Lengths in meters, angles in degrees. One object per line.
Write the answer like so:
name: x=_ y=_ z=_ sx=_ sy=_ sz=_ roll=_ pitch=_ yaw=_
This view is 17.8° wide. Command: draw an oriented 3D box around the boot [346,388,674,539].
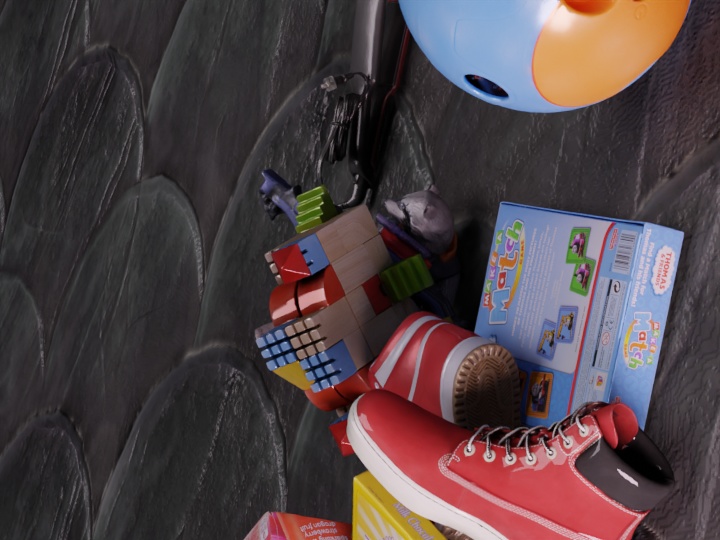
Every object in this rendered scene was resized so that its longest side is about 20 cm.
boot: x=0.096 y=0.108 z=1.458 sx=0.072 sy=0.200 sz=0.144 roll=-48 pitch=-11 yaw=-51

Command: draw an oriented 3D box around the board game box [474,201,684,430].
board game box: x=0.139 y=0.036 z=1.562 sx=0.200 sy=0.037 sz=0.151 roll=14 pitch=92 yaw=64

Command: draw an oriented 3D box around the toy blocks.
toy blocks: x=-0.016 y=0.046 z=1.653 sx=0.100 sy=0.137 sz=0.200 roll=-22 pitch=95 yaw=34

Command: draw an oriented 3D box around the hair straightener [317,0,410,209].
hair straightener: x=-0.010 y=-0.141 z=1.906 sx=0.041 sy=0.077 sz=0.200 roll=17 pitch=94 yaw=49

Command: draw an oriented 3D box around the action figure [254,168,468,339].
action figure: x=0.000 y=0.000 z=1.774 sx=0.200 sy=0.105 sz=0.194 roll=46 pitch=123 yaw=9

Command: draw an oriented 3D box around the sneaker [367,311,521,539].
sneaker: x=0.058 y=0.125 z=1.599 sx=0.112 sy=0.071 sz=0.200 roll=33 pitch=127 yaw=53

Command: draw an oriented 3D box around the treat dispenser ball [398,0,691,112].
treat dispenser ball: x=0.122 y=-0.204 z=1.516 sx=0.201 sy=0.201 sz=0.201 roll=-38 pitch=45 yaw=53

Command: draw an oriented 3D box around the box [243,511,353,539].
box: x=-0.063 y=0.274 z=1.707 sx=0.200 sy=0.100 sz=0.096 roll=-52 pitch=35 yaw=42

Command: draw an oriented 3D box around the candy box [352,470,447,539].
candy box: x=0.056 y=0.230 z=1.552 sx=0.200 sy=0.026 sz=0.102 roll=44 pitch=143 yaw=42
